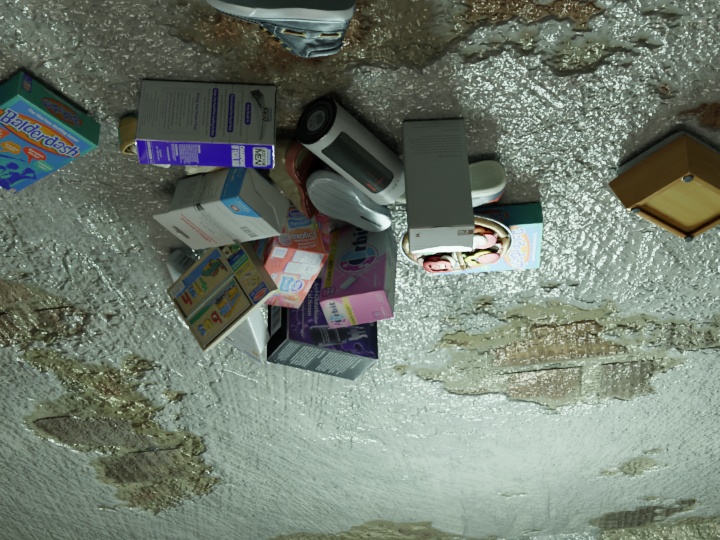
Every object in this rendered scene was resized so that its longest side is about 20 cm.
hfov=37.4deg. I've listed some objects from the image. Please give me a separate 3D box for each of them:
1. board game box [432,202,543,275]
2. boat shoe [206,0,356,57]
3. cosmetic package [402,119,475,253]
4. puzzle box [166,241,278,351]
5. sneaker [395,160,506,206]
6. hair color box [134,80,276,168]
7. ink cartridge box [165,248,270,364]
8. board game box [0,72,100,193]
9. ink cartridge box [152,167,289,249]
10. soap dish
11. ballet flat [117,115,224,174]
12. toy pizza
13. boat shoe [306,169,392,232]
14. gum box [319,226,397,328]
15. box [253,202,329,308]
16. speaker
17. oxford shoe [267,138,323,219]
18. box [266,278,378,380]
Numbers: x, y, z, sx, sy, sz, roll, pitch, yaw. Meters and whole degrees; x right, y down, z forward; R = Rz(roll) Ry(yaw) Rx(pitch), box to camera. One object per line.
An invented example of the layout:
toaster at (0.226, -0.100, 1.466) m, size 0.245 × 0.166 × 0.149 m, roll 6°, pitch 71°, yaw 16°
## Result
board game box at (0.220, -0.054, 1.877) m, size 0.196 × 0.046 × 0.153 m, roll -5°, pitch 149°, yaw 5°
boat shoe at (-0.108, -0.328, 1.388) m, size 0.197 × 0.072 × 0.091 m, roll 4°, pitch 145°, yaw -13°
cosmetic package at (0.115, -0.128, 1.600) m, size 0.100 × 0.203 × 0.074 m, roll -2°, pitch 149°, yaw 2°
puzzle box at (-0.242, 0.035, 1.842) m, size 0.200 × 0.134 × 0.025 m, roll -41°, pitch 169°, yaw 31°
sneaker at (0.138, -0.128, 1.729) m, size 0.196 × 0.076 × 0.085 m, roll 0°, pitch 157°, yaw 7°
hair color box at (-0.221, -0.211, 1.541) m, size 0.196 × 0.111 × 0.065 m, roll 1°, pitch 149°, yaw -3°
ink cartridge box at (-0.258, 0.069, 1.968) m, size 0.195 × 0.043 × 0.201 m, roll 31°, pitch 158°, yaw 20°
board game box at (-0.514, -0.201, 1.593) m, size 0.198 × 0.046 × 0.152 m, roll -22°, pitch 143°, yaw 30°
ink cartridge box at (-0.229, -0.101, 1.734) m, size 0.198 × 0.069 × 0.116 m, roll -8°, pitch 144°, yaw 36°
soap dish at (0.526, -0.131, 1.727) m, size 0.198 × 0.082 × 0.157 m, roll 20°, pitch 143°, yaw -33°
ballet flat at (-0.280, -0.179, 1.636) m, size 0.197 × 0.064 × 0.069 m, roll 13°, pitch 147°, yaw -23°
toy pizza at (0.164, -0.039, 1.813) m, size 0.196 × 0.032 × 0.201 m, roll 0°, pitch 153°, yaw 0°
boat shoe at (-0.022, -0.122, 1.723) m, size 0.071 × 0.063 × 0.199 m, roll -29°, pitch 146°, yaw 24°
gum box at (0.000, 0.000, 1.818) m, size 0.112 × 0.202 × 0.067 m, roll -10°, pitch 128°, yaw 14°
box at (-0.128, -0.025, 1.863) m, size 0.101 × 0.096 × 0.201 m, roll 9°, pitch 148°, yaw -15°
speaker at (-0.008, -0.180, 1.630) m, size 0.080 × 0.082 × 0.199 m, roll -21°, pitch 144°, yaw 29°
oxford shoe at (-0.106, -0.153, 1.704) m, size 0.074 × 0.071 × 0.201 m, roll 20°, pitch 156°, yaw 18°
box at (-0.072, 0.108, 2.035) m, size 0.197 × 0.150 × 0.104 m, roll 13°, pitch 146°, yaw -25°
